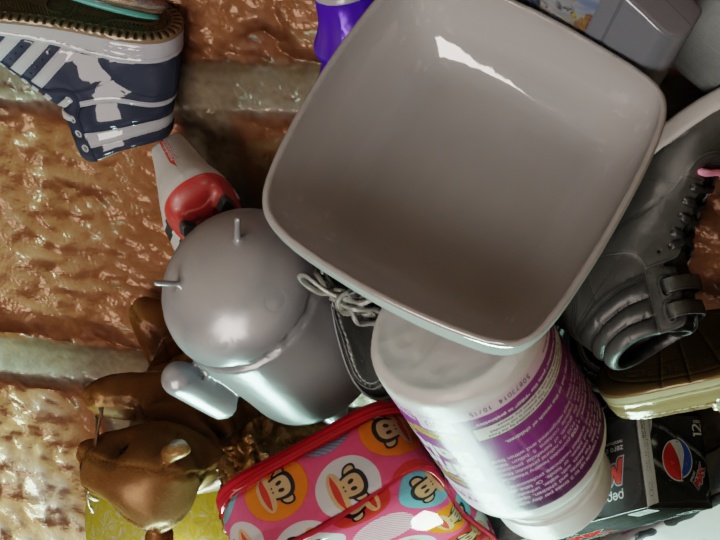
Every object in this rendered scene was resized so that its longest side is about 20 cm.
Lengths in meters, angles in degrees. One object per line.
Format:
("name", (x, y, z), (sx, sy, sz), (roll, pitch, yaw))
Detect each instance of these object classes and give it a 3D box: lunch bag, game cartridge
("lunch bag", (-0.011, 0.179, 1.571), (0.176, 0.082, 0.200), (-30, 151, 3))
("game cartridge", (0.102, -0.177, 1.375), (0.200, 0.042, 0.133), (35, 161, 6))

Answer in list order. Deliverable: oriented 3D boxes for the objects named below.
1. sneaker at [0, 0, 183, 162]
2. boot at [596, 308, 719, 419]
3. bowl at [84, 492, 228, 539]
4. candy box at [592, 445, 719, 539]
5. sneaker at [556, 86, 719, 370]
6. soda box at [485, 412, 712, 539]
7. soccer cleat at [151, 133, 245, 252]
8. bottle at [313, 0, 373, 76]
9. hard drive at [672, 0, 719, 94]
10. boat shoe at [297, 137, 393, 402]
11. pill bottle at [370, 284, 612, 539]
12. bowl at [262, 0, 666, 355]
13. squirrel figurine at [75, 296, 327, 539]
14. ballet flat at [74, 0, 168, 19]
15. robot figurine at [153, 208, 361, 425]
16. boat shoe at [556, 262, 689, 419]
("sneaker", (-0.216, -0.143, 1.601), (0.199, 0.070, 0.109), (14, 130, 15))
("boot", (0.264, 0.096, 1.500), (0.199, 0.072, 0.155), (-16, 125, 8))
("bowl", (-0.146, 0.232, 1.851), (0.199, 0.108, 0.201), (16, 132, 18))
("candy box", (0.263, 0.218, 1.632), (0.168, 0.072, 0.200), (45, 134, -10))
("sneaker", (0.195, -0.021, 1.422), (0.200, 0.071, 0.099), (-48, 66, 20))
("soda box", (0.150, 0.150, 1.607), (0.063, 0.071, 0.200), (5, 162, -37))
("soccer cleat", (-0.100, -0.017, 1.651), (0.068, 0.085, 0.200), (-28, 141, -3))
("bottle", (0.014, -0.109, 1.502), (0.083, 0.065, 0.201), (4, 128, 28))
("hard drive", (0.174, -0.211, 1.349), (0.200, 0.033, 0.140), (40, 135, -6))
("boat shoe", (0.002, 0.000, 1.475), (0.073, 0.068, 0.200), (18, 121, 27))
("pill bottle", (0.091, 0.088, 1.468), (0.112, 0.113, 0.200), (1, 145, 29))
("bowl", (0.061, -0.057, 1.373), (0.199, 0.200, 0.075), (28, 165, 14))
("squirrel figurine", (-0.111, 0.133, 1.676), (0.199, 0.187, 0.142), (18, 107, 0))
("ballet flat", (-0.216, -0.220, 1.543), (0.199, 0.068, 0.068), (16, 101, 16))
("robot figurine", (-0.060, 0.032, 1.570), (0.113, 0.170, 0.200), (43, 179, 41))
("boat shoe", (0.164, 0.050, 1.549), (0.072, 0.068, 0.200), (29, 135, 5))
